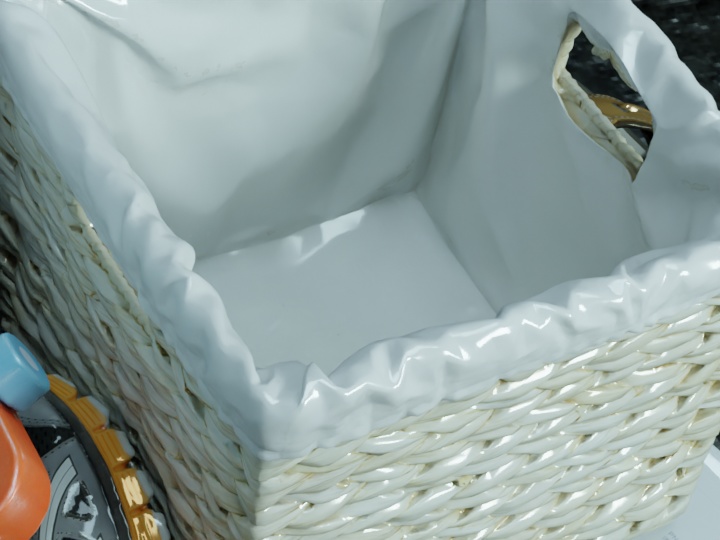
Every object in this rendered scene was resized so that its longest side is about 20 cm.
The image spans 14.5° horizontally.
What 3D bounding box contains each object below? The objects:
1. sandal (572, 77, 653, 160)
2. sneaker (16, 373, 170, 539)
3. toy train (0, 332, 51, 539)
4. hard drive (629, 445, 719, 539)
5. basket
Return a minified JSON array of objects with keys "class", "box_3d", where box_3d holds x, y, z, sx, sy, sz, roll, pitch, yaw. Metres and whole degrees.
[{"class":"sandal","box_3d":[0.096,-0.025,1.051,0.082,0.055,0.200,-31,68,-33]},{"class":"sneaker","box_3d":[-0.094,0.114,0.880,0.077,0.078,0.200,-17,61,-20]},{"class":"toy train","box_3d":[-0.150,0.120,0.841,0.200,0.056,0.150,-41,52,1]},{"class":"hard drive","box_3d":[0.072,0.134,0.944,0.200,0.025,0.132,-33,69,-33]},{"class":"basket","box_3d":[0.000,0.000,0.919,0.200,0.161,0.198,-18,52,-25]}]
